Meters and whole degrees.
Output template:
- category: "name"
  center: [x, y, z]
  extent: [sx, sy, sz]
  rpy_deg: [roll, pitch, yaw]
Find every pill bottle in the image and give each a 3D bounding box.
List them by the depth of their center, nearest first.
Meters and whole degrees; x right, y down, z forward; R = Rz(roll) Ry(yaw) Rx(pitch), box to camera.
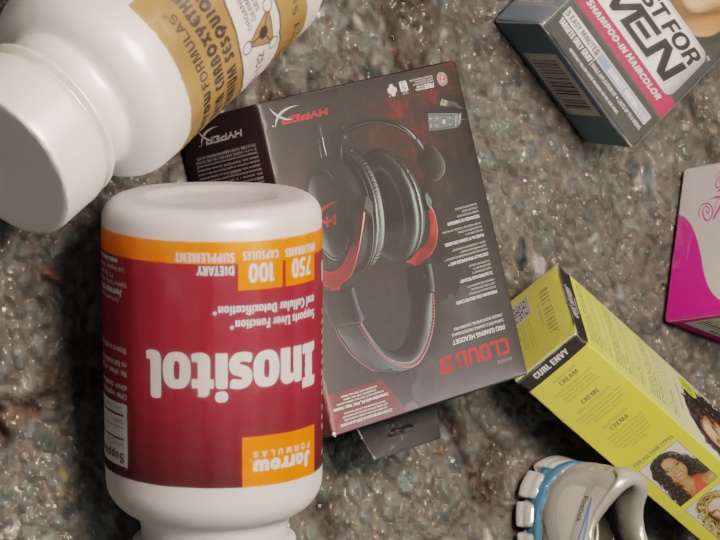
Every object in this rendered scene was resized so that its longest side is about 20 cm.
- category: "pill bottle"
  center: [-0.119, -0.113, 1.435]
  extent: [0.200, 0.114, 0.115]
  rpy_deg: [-46, 112, -33]
- category: "pill bottle"
  center: [-0.074, 0.061, 1.436]
  extent: [0.112, 0.113, 0.201]
  rpy_deg: [-9, 103, -39]

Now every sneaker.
- category: "sneaker"
  center: [0.137, 0.205, 1.616]
  extent: [0.075, 0.086, 0.202]
  rpy_deg: [-1, 85, -40]

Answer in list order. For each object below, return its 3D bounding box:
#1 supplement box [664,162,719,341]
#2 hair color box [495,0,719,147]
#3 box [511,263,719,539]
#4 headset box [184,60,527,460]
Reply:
- category: "supplement box"
  center: [0.289, -0.013, 1.697]
  extent: [0.103, 0.199, 0.102]
  rpy_deg: [21, 72, -36]
- category: "hair color box"
  center: [0.186, -0.178, 1.691]
  extent: [0.200, 0.061, 0.099]
  rpy_deg: [-46, 113, -15]
- category: "box"
  center: [0.166, 0.086, 1.660]
  extent: [0.200, 0.050, 0.075]
  rpy_deg: [40, 21, -28]
- category: "headset box"
  center: [0.000, 0.000, 1.540]
  extent: [0.148, 0.075, 0.201]
  rpy_deg: [-14, 92, -40]
